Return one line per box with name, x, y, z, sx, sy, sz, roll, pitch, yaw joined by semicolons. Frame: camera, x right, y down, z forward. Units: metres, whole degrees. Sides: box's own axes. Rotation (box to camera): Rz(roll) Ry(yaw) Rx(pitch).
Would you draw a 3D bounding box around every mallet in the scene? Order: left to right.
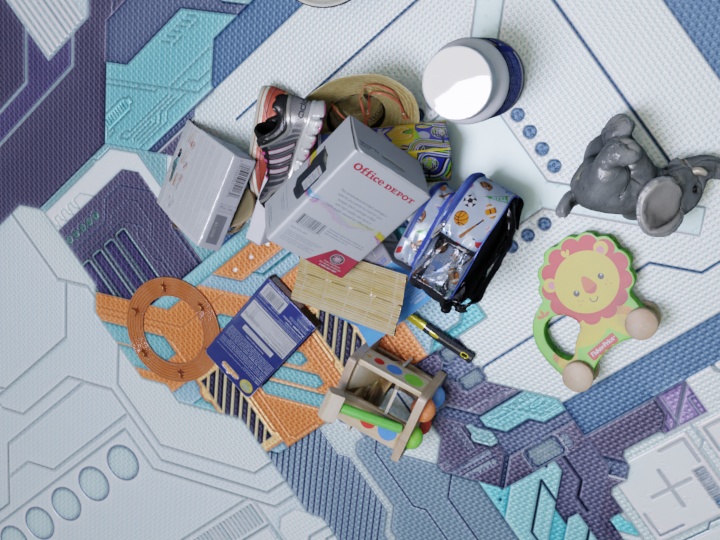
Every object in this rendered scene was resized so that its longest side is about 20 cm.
mallet;0.092;0.094;1.395;0.200;0.041;0.066;41;113;3

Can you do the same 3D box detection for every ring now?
ring;-0.347;0.111;1.574;0.199;0.019;0.202;5;105;19

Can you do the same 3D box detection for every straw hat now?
straw hat;-0.007;-0.247;1.309;0.199;0.086;0.202;-3;142;-2

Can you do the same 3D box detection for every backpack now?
backpack;0.151;-0.050;1.262;0.154;0.200;0.191;38;101;7

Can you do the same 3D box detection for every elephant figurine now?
elephant figurine;0.402;-0.111;1.179;0.199;0.142;0.155;32;143;-6

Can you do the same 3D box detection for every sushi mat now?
sushi mat;-0.019;0.027;1.324;0.199;0.012;0.096;18;98;29

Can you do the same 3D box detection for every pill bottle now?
pill bottle;0.156;-0.262;1.185;0.115;0.200;0.117;5;106;19

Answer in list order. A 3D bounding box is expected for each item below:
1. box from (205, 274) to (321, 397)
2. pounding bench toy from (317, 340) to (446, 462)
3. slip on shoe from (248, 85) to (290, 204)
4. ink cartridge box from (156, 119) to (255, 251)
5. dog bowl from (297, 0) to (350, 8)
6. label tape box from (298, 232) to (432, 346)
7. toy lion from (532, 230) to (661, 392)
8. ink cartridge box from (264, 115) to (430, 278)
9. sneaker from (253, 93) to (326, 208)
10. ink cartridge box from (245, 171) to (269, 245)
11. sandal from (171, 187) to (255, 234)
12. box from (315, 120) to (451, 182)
box;-0.173;0.117;1.501;0.121;0.032;0.200;46;113;5
pounding bench toy;0.035;0.217;1.356;0.155;0.200;0.125;28;112;13
slip on shoe;-0.142;-0.195;1.390;0.061;0.074;0.202;11;105;9
ink cartridge box;-0.261;-0.144;1.421;0.200;0.047;0.161;39;109;49
dog bowl;-0.041;-0.491;1.260;0.199;0.074;0.202;9;111;24
label tape box;0.000;0.000;1.358;0.144;0.063;0.201;-39;70;25
toy lion;0.334;0.050;1.281;0.192;0.069;0.200;48;115;11
ink cartridge box;-0.020;-0.101;1.230;0.145;0.083;0.200;29;124;-32
sneaker;-0.120;-0.178;1.261;0.087;0.074;0.200;24;129;-8
ink cartridge box;-0.121;-0.141;1.379;0.037;0.095;0.201;29;112;16
sandal;-0.228;-0.095;1.457;0.211;0.069;0.078;-5;71;40
box;0.034;-0.169;1.283;0.198;0.070;0.065;-6;137;2
